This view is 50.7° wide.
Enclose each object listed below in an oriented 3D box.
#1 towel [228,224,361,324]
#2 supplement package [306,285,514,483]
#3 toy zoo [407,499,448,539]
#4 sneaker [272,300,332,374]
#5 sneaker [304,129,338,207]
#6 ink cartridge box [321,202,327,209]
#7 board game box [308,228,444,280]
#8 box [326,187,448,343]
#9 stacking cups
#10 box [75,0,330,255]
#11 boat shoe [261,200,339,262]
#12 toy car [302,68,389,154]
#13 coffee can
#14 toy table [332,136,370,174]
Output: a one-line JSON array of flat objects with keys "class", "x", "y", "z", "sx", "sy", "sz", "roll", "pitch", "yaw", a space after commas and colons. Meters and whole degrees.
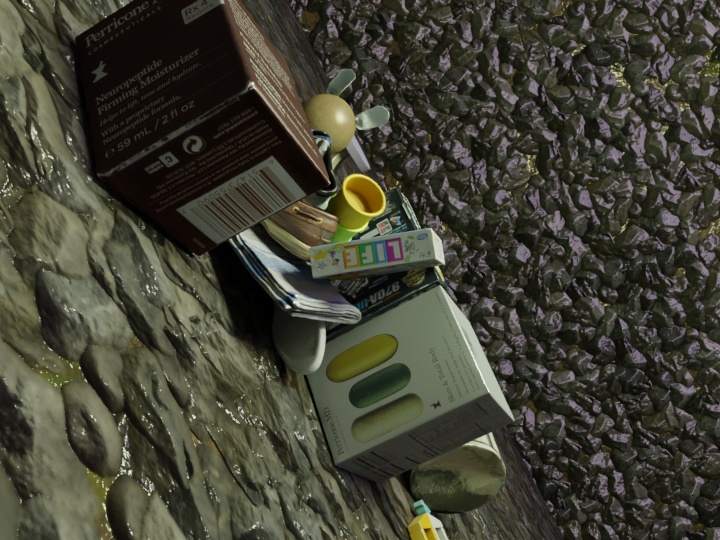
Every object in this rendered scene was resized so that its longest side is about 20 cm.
[{"class": "towel", "x": -0.092, "y": -0.014, "z": 0.874, "sx": 0.200, "sy": 0.024, "sz": 0.147, "roll": 47, "pitch": 16, "yaw": 29}, {"class": "supplement package", "x": 0.060, "y": 0.149, "z": 0.955, "sx": 0.151, "sy": 0.200, "sz": 0.152, "roll": 46, "pitch": 19, "yaw": -58}, {"class": "toy zoo", "x": 0.116, "y": 0.418, "z": 1.055, "sx": 0.200, "sy": 0.020, "sz": 0.131, "roll": 66, "pitch": 10, "yaw": 23}, {"class": "sneaker", "x": -0.061, "y": 0.064, "z": 0.936, "sx": 0.099, "sy": 0.071, "sz": 0.200, "roll": 48, "pitch": 13, "yaw": -40}, {"class": "sneaker", "x": -0.097, "y": -0.151, "z": 0.928, "sx": 0.199, "sy": 0.115, "sz": 0.081, "roll": 43, "pitch": 50, "yaw": -18}, {"class": "ink cartridge box", "x": -0.073, "y": -0.102, "z": 1.345, "sx": 0.200, "sy": 0.067, "sz": 0.117, "roll": 57, "pitch": 11, "yaw": -32}, {"class": "board game box", "x": 0.027, "y": -0.016, "z": 0.895, "sx": 0.200, "sy": 0.134, "sz": 0.034, "roll": 9, "pitch": 72, "yaw": -81}, {"class": "box", "x": 0.000, "y": 0.000, "z": 1.051, "sx": 0.046, "sy": 0.200, "sz": 0.159, "roll": 40, "pitch": 24, "yaw": -59}, {"class": "stacking cups", "x": -0.046, "y": -0.043, "z": 0.966, "sx": 0.060, "sy": 0.200, "sz": 0.061, "roll": 18, "pitch": 53, "yaw": -26}, {"class": "box", "x": -0.157, "y": -0.158, "z": 0.756, "sx": 0.164, "sy": 0.166, "sz": 0.200, "roll": 47, "pitch": 18, "yaw": -55}, {"class": "boat shoe", "x": -0.113, "y": -0.094, "z": 0.889, "sx": 0.200, "sy": 0.068, "sz": 0.072, "roll": 38, "pitch": 11, "yaw": -5}, {"class": "toy car", "x": -0.062, "y": -0.219, "z": 1.192, "sx": 0.164, "sy": 0.200, "sz": 0.158, "roll": 49, "pitch": -2, "yaw": 1}, {"class": "coffee can", "x": 0.134, "y": 0.260, "z": 1.210, "sx": 0.146, "sy": 0.146, "sz": 0.200, "roll": 57, "pitch": 11, "yaw": -30}, {"class": "toy table", "x": -0.070, "y": -0.277, "z": 1.696, "sx": 0.200, "sy": 0.117, "sz": 0.184, "roll": 56, "pitch": 11, "yaw": -36}]
